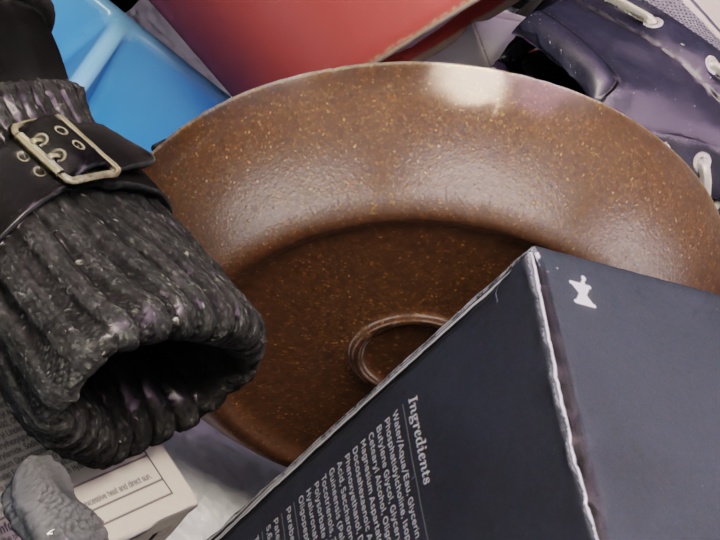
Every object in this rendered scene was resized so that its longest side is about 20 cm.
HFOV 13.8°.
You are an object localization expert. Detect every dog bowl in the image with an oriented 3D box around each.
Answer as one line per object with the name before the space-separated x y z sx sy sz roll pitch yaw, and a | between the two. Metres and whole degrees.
dog bowl | -0.108 -0.051 1.023 0.200 0.050 0.112 38 39 -8

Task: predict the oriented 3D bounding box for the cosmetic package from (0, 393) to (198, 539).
cosmetic package | -0.152 0.021 0.902 0.103 0.073 0.200 -20 71 -48

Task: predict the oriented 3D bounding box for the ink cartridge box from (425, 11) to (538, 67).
ink cartridge box | 0.104 0.012 1.127 0.147 0.086 0.200 7 51 -37

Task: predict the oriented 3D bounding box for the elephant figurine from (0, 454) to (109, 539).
elephant figurine | -0.050 0.181 0.797 0.155 0.141 0.200 -48 125 -20

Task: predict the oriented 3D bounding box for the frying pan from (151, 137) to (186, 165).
frying pan | 0.017 0.000 0.976 0.190 0.115 0.031 43 48 -64

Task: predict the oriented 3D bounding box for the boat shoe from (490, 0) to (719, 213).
boat shoe | 0.128 -0.028 1.070 0.200 0.075 0.093 46 45 13

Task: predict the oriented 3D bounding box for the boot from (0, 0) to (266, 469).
boot | -0.129 -0.017 0.829 0.211 0.079 0.158 -8 61 -48

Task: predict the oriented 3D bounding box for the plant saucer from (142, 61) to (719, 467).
plant saucer | 0.017 0.015 0.941 0.200 0.200 0.037 24 45 -24

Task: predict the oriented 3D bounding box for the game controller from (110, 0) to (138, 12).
game controller | -0.158 -0.168 1.088 0.200 0.042 0.104 29 41 -18

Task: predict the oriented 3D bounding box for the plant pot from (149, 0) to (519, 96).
plant pot | -0.018 -0.156 1.037 0.200 0.200 0.177 -30 90 -50

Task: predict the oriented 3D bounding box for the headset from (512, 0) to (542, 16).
headset | 0.090 -0.126 1.229 0.200 0.094 0.124 2 55 -27

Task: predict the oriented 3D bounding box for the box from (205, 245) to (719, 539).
box | 0.083 0.109 0.935 0.200 0.197 0.124 14 48 -33
